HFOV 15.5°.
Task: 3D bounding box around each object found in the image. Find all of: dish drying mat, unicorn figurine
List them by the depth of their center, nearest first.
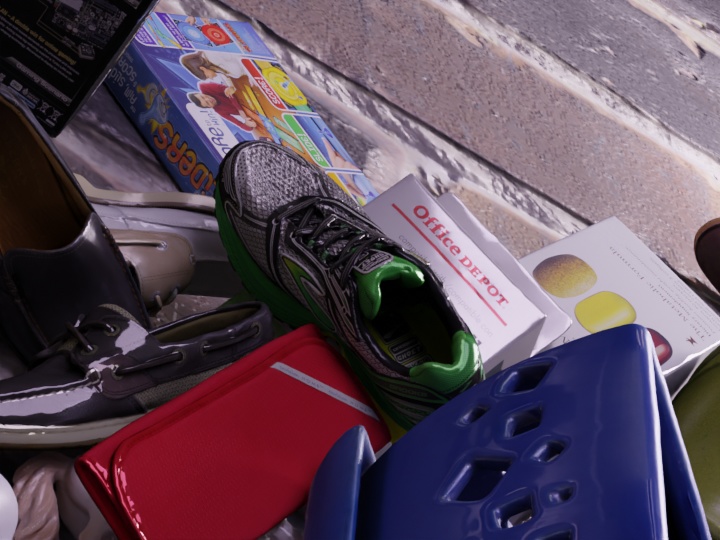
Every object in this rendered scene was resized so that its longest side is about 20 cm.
[{"bbox_3d":[-0.056,0.085,1.252,0.077,0.018,0.200,58,35,1],"label":"dish drying mat"},{"bbox_3d":[-0.078,0.123,1.272,0.200,0.074,0.138,22,35,-35],"label":"unicorn figurine"}]

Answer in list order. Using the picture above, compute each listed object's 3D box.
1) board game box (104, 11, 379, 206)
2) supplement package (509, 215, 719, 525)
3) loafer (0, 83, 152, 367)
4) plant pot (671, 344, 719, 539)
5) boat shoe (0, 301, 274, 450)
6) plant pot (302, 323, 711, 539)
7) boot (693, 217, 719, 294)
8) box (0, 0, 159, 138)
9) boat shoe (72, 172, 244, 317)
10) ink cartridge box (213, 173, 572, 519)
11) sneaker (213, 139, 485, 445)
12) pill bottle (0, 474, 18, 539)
[{"bbox_3d":[-0.073,-0.082,1.642,0.135,0.034,0.200,2,44,-49],"label":"board game box"},{"bbox_3d":[0.122,0.058,1.586,0.114,0.110,0.200,44,27,12],"label":"supplement package"},{"bbox_3d":[-0.157,-0.007,1.325,0.200,0.073,0.072,57,-17,-8],"label":"loafer"},{"bbox_3d":[0.219,0.154,1.496,0.200,0.200,0.193,45,39,14],"label":"plant pot"},{"bbox_3d":[-0.122,0.049,1.281,0.201,0.066,0.072,-5,5,-40],"label":"boat shoe"},{"bbox_3d":[0.073,0.171,1.220,0.200,0.179,0.200,-84,158,-59],"label":"plant pot"},{"bbox_3d":[0.319,0.054,1.882,0.200,0.072,0.166,38,24,-10],"label":"boot"},{"bbox_3d":[-0.204,-0.206,1.529,0.200,0.164,0.086,35,27,-5],"label":"box"},{"bbox_3d":[-0.126,-0.004,1.420,0.200,0.075,0.069,10,60,-24],"label":"boat shoe"},{"bbox_3d":[0.016,0.030,1.428,0.200,0.067,0.117,-36,72,-24],"label":"ink cartridge box"},{"bbox_3d":[0.000,0.000,1.353,0.078,0.085,0.200,-34,67,-23],"label":"sneaker"},{"bbox_3d":[-0.211,0.105,1.082,0.200,0.120,0.120,42,27,7],"label":"pill bottle"}]
